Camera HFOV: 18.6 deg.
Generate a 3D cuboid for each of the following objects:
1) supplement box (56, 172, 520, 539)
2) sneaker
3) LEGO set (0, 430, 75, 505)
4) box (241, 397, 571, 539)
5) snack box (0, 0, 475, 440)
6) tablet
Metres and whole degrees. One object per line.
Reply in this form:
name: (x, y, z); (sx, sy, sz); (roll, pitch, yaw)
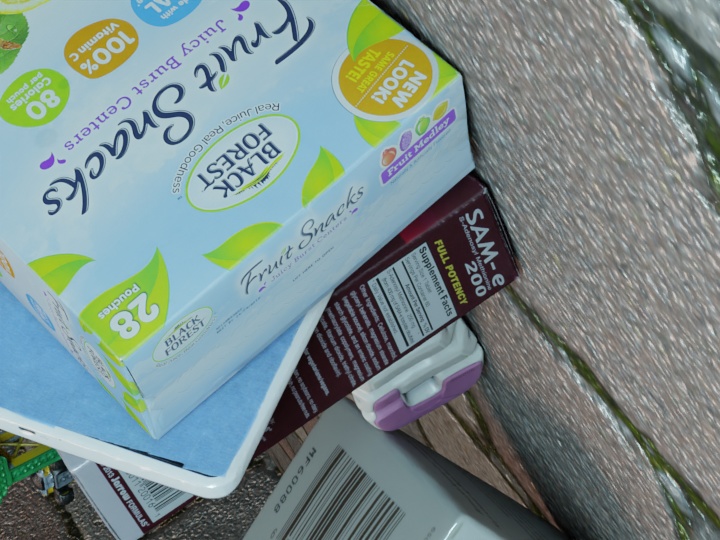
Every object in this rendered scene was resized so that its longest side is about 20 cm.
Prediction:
supplement box: (-0.047, 0.010, 0.912); (0.109, 0.199, 0.061); (49, 169, 42)
sneaker: (0.000, 0.000, 1.069); (0.089, 0.080, 0.200); (61, 176, 29)
LEGO set: (-0.175, 0.002, 0.986); (0.116, 0.153, 0.201); (32, 146, 44)
box: (0.028, 0.210, 1.132); (0.171, 0.201, 0.199); (32, -178, -24)
snack box: (-0.082, -0.062, 0.850); (0.200, 0.168, 0.068); (41, 162, 27)
tablet: (-0.069, -0.010, 0.868); (0.129, 0.201, 0.014); (17, 147, 15)
